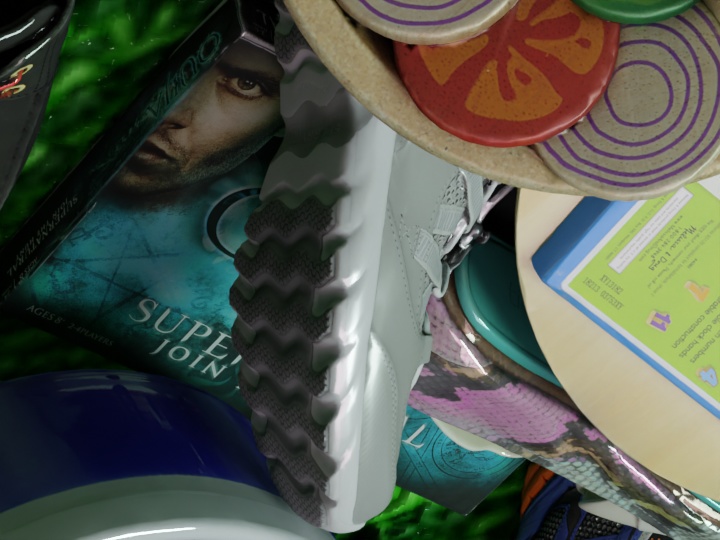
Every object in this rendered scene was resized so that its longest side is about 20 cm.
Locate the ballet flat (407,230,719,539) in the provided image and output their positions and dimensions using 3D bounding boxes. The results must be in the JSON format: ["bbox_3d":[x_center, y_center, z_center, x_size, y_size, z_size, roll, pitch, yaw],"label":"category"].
[{"bbox_3d":[0.078,0.049,0.848,0.200,0.069,0.071,28,141,-28],"label":"ballet flat"}]

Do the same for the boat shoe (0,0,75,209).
[{"bbox_3d":[-0.117,-0.079,0.723,0.073,0.063,0.202,0,135,-15],"label":"boat shoe"}]

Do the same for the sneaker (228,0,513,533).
[{"bbox_3d":[0.016,-0.020,0.746,0.082,0.075,0.201,4,101,-27],"label":"sneaker"}]

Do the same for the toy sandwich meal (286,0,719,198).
[{"bbox_3d":[0.063,-0.118,0.651,0.204,0.070,0.206,0,97,2],"label":"toy sandwich meal"}]

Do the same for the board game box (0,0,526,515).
[{"bbox_3d":[0.000,0.000,0.842,0.199,0.028,0.135,25,124,-31],"label":"board game box"}]

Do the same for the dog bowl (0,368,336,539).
[{"bbox_3d":[-0.095,0.131,0.804,0.199,0.079,0.201,-16,132,-19],"label":"dog bowl"}]

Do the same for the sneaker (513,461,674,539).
[{"bbox_3d":[0.075,0.138,0.953,0.075,0.079,0.201,5,132,-14],"label":"sneaker"}]

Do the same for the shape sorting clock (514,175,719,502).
[{"bbox_3d":[0.144,-0.015,0.751,0.199,0.039,0.201,2,115,4],"label":"shape sorting clock"}]
